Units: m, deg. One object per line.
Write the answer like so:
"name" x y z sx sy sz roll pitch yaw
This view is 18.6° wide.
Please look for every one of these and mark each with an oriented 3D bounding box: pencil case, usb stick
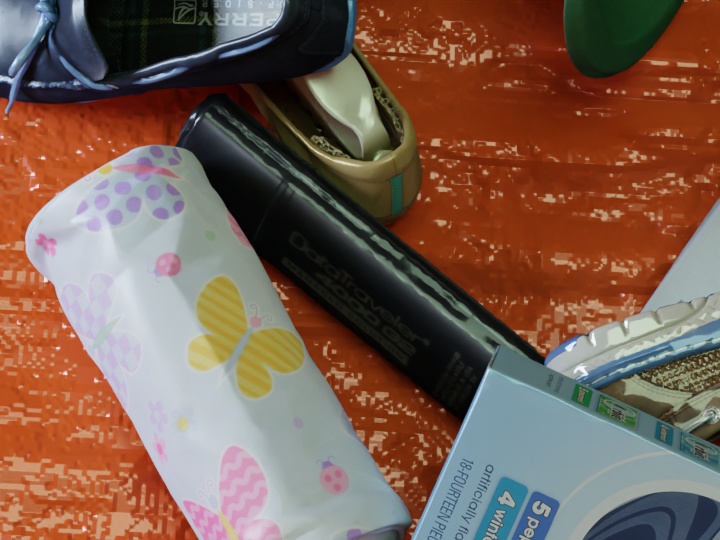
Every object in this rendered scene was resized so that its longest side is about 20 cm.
"pencil case" -0.059 0.047 0.893 0.083 0.091 0.201 -22 73 -30
"usb stick" 0.000 0.000 0.932 0.200 0.056 0.033 40 48 10

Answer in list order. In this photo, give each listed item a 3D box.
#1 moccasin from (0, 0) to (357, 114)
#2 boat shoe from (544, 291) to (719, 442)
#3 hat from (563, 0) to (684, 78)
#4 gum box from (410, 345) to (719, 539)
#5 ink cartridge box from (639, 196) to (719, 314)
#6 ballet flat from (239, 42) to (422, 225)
"moccasin" -0.101 -0.113 0.920 0.199 0.068 0.081 -6 86 23
"boat shoe" 0.178 0.038 0.885 0.199 0.072 0.073 -18 77 2
"hat" 0.063 -0.205 0.960 0.175 0.201 0.166 26 47 22
"gum box" 0.108 0.149 0.846 0.199 0.045 0.171 25 103 4
"ink cartridge box" 0.245 0.015 0.951 0.199 0.041 0.200 35 71 8
"ballet flat" -0.035 -0.110 0.964 0.068 0.063 0.200 -35 76 -16
